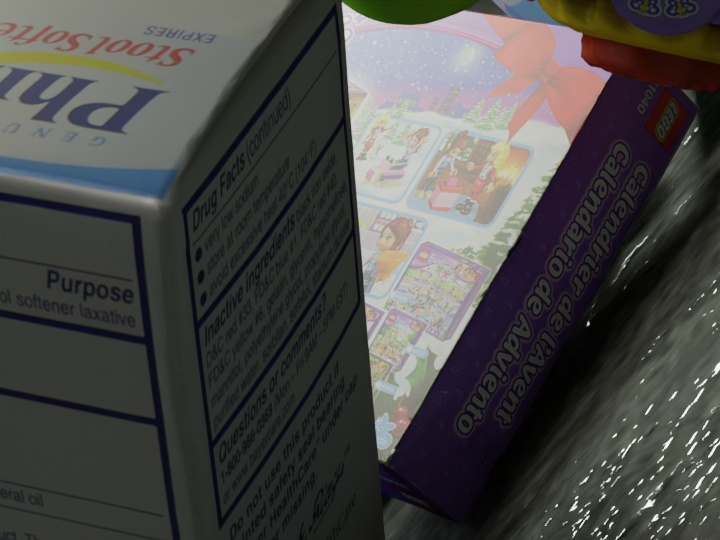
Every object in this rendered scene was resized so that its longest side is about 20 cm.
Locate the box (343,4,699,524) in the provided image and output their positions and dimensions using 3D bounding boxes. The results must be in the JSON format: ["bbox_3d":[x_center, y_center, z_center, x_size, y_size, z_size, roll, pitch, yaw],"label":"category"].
[{"bbox_3d":[-0.009,-0.015,0.723,0.199,0.039,0.137,17,72,50],"label":"box"}]

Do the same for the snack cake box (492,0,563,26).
[{"bbox_3d":[0.131,-0.146,0.732,0.200,0.067,0.115,-48,-9,20],"label":"snack cake box"}]

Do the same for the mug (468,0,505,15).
[{"bbox_3d":[0.070,-0.213,1.051,0.148,0.200,0.175,-47,12,-11],"label":"mug"}]

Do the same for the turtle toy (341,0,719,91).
[{"bbox_3d":[0.064,-0.100,0.591,0.145,0.199,0.102,22,102,55],"label":"turtle toy"}]

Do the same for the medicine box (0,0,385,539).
[{"bbox_3d":[-0.097,0.026,0.590,0.103,0.181,0.201,-57,-30,-50],"label":"medicine box"}]
